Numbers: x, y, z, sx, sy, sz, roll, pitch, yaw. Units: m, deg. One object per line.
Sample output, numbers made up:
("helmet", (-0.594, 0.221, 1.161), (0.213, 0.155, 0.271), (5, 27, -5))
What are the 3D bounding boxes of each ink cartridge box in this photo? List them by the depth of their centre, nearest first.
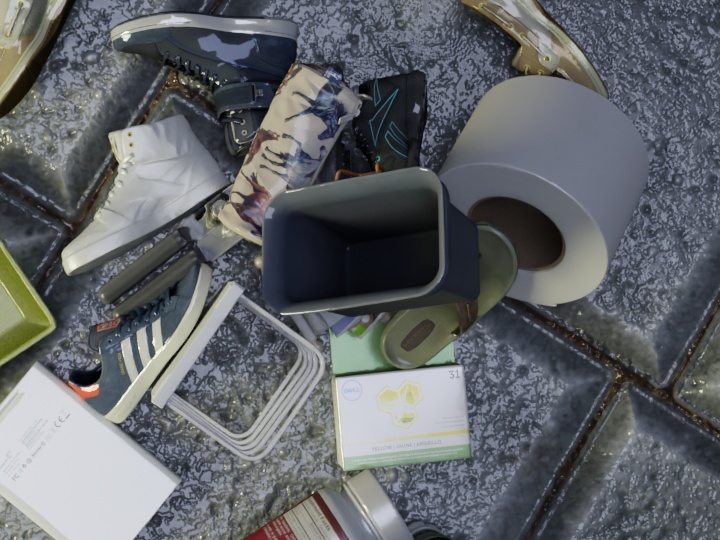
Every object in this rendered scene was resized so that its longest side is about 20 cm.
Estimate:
("ink cartridge box", (0.040, 0.110, 1.541), (0.145, 0.048, 0.201), (-5, 91, -7))

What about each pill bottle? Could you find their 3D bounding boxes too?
("pill bottle", (-0.050, 0.303, 1.490), (0.199, 0.114, 0.115), (-32, 93, -7))

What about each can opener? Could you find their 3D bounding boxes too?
("can opener", (-0.190, -0.020, 1.517), (0.200, 0.067, 0.053), (-37, 95, 6))

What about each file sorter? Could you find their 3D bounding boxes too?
("file sorter", (-0.126, 0.103, 1.443), (0.124, 0.200, 0.139), (36, 85, -7))

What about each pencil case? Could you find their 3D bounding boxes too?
("pencil case", (-0.071, -0.114, 1.451), (0.089, 0.078, 0.201), (26, 89, 26))

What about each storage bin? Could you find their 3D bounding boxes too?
("storage bin", (0.020, -0.022, 1.395), (0.199, 0.134, 0.146), (-9, 74, 27))

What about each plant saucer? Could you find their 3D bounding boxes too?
("plant saucer", (-0.453, 0.032, 1.478), (0.200, 0.048, 0.200), (-34, 93, -7))

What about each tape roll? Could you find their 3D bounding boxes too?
("tape roll", (0.184, -0.083, 1.467), (0.202, 0.203, 0.139), (34, 56, -5))

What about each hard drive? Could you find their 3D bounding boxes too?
("hard drive", (-0.309, 0.211, 1.503), (0.200, 0.026, 0.132), (40, 84, -5))

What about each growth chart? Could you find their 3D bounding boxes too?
("growth chart", (0.000, 0.000, 1.519), (0.199, 0.018, 0.145), (-33, 107, -18))

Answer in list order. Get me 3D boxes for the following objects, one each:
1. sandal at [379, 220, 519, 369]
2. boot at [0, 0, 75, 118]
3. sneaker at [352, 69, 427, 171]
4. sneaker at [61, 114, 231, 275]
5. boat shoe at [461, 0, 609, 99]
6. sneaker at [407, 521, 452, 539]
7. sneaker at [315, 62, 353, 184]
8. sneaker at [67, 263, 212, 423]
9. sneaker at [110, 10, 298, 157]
("sandal", (0.094, 0.036, 1.462), (0.080, 0.057, 0.201), (36, 115, -4))
("boot", (-0.395, -0.274, 1.482), (0.154, 0.072, 0.201), (26, 80, -7))
("sneaker", (0.029, -0.130, 1.511), (0.079, 0.076, 0.201), (3, 53, 4))
("sneaker", (-0.251, -0.087, 1.499), (0.200, 0.074, 0.116), (-33, 91, -17))
("boat shoe", (0.193, -0.250, 1.563), (0.066, 0.074, 0.200), (-43, 92, 6))
("sneaker", (0.119, 0.357, 1.524), (0.074, 0.087, 0.200), (-42, 94, -6))
("sneaker", (-0.040, -0.122, 1.530), (0.090, 0.066, 0.201), (18, 88, -12))
("sneaker", (-0.234, 0.064, 1.470), (0.084, 0.075, 0.200), (33, 101, -13))
("sneaker", (-0.166, -0.197, 1.506), (0.201, 0.077, 0.147), (1, 86, -8))
